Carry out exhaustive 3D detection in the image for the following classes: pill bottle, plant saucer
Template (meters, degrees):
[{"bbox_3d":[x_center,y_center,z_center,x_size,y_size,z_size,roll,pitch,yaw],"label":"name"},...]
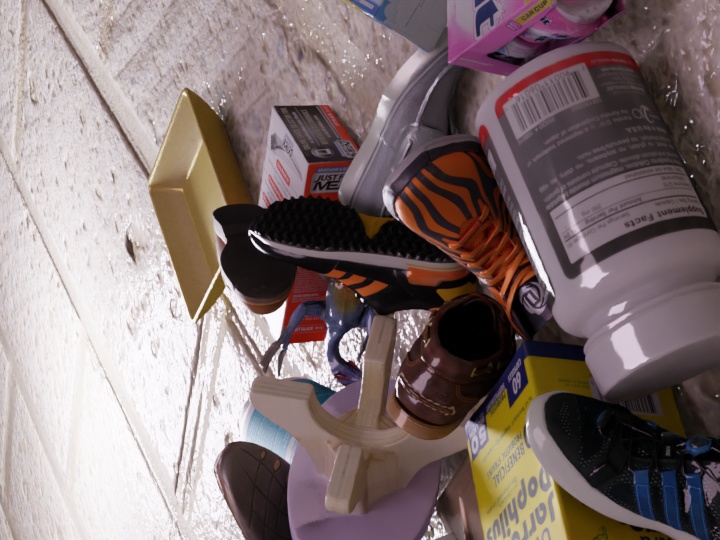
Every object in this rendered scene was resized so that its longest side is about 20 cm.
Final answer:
[{"bbox_3d":[0.157,-0.030,0.805,0.114,0.112,0.202,-52,53,54],"label":"pill bottle"},{"bbox_3d":[-0.177,-0.074,1.483,0.200,0.048,0.202,-56,49,52],"label":"plant saucer"},{"bbox_3d":[-0.046,0.166,1.237,0.199,0.109,0.113,17,113,59],"label":"pill bottle"}]

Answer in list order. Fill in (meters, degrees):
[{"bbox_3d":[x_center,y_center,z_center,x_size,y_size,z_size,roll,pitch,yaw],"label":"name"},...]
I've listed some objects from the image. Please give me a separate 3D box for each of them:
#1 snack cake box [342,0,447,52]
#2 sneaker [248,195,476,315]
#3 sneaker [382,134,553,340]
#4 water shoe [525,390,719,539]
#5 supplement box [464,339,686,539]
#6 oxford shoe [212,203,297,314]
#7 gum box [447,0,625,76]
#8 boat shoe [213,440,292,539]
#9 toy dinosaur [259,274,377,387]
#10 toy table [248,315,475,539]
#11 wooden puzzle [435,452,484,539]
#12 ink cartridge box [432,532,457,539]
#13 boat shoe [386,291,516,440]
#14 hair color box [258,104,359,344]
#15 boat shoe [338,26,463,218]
[{"bbox_3d":[0.012,-0.264,1.013,0.116,0.067,0.200,-60,39,9],"label":"snack cake box"},{"bbox_3d":[0.000,0.000,1.063,0.197,0.070,0.091,8,129,19],"label":"sneaker"},{"bbox_3d":[0.096,-0.018,0.879,0.078,0.199,0.113,-44,60,15],"label":"sneaker"},{"bbox_3d":[0.193,0.114,0.749,0.079,0.198,0.072,-58,2,40],"label":"water shoe"},{"bbox_3d":[0.147,0.161,0.823,0.109,0.108,0.202,117,153,-47],"label":"supplement box"},{"bbox_3d":[-0.096,0.003,1.186,0.200,0.070,0.072,-117,25,-66],"label":"oxford shoe"},{"bbox_3d":[0.110,-0.232,0.838,0.113,0.065,0.203,151,122,-61],"label":"gum box"},{"bbox_3d":[-0.074,0.230,1.127,0.071,0.076,0.201,-4,126,45],"label":"boat shoe"},{"bbox_3d":[0.001,0.031,1.189,0.104,0.201,0.182,29,159,9],"label":"toy dinosaur"},{"bbox_3d":[0.002,0.140,1.050,0.118,0.181,0.202,90,180,-46],"label":"toy table"},{"bbox_3d":[0.135,0.213,0.988,0.187,0.046,0.201,64,152,31],"label":"wooden puzzle"},{"bbox_3d":[0.096,0.340,1.066,0.201,0.043,0.198,83,165,-63],"label":"ink cartridge box"},{"bbox_3d":[0.079,0.053,0.932,0.070,0.200,0.071,27,113,7],"label":"boat shoe"},{"bbox_3d":[-0.054,-0.043,1.238,0.111,0.063,0.202,-122,34,-49],"label":"hair color box"},{"bbox_3d":[0.048,-0.106,1.050,0.071,0.070,0.202,43,134,15],"label":"boat shoe"}]
